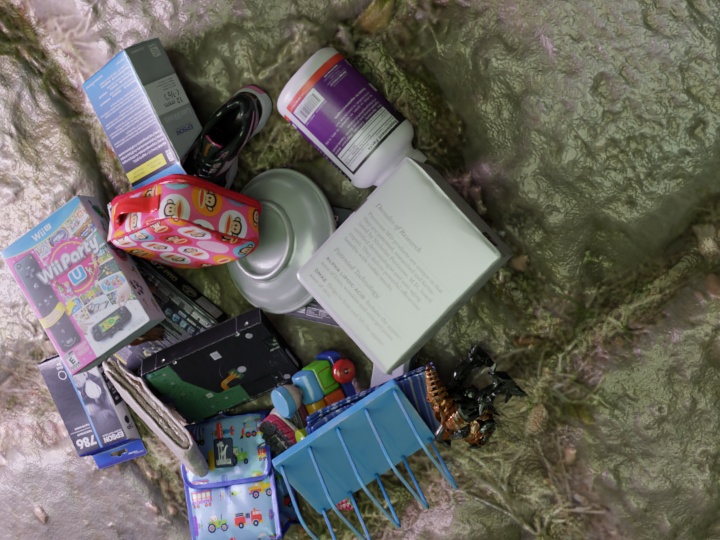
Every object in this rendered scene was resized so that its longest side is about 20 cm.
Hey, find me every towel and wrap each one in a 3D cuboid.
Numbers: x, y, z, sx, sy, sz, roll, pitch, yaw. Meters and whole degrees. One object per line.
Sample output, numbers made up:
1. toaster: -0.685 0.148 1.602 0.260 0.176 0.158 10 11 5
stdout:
1. towel: 0.030 0.219 1.370 0.197 0.024 0.146 -23 128 -5
2. towel: -0.297 0.214 1.440 0.034 0.133 0.200 -42 67 -17

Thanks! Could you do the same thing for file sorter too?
1. file sorter: 0.010 0.276 1.313 0.199 0.123 0.139 -33 130 3

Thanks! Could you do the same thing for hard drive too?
1. hard drive: -0.199 0.142 1.426 0.198 0.038 0.140 -25 131 11

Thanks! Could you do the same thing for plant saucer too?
1. plant saucer: -0.125 -0.041 1.354 0.198 0.050 0.204 0 89 35

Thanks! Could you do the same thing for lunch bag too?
1. lunch bag: -0.189 0.305 1.492 0.148 0.094 0.203 -12 89 17
2. lunch bag: -0.247 -0.063 1.305 0.198 0.175 0.083 -12 68 46

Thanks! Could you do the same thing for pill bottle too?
1. pill bottle: -0.008 -0.190 1.299 0.200 0.113 0.113 44 109 -2

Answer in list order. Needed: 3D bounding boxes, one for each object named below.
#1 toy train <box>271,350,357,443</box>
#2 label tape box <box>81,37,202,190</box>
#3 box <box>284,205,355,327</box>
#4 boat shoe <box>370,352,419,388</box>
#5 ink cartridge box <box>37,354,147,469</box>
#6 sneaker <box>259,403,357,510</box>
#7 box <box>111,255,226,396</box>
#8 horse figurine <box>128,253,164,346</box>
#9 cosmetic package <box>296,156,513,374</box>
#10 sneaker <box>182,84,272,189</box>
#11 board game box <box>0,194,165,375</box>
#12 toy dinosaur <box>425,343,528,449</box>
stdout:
1. toy train: -0.042 0.228 1.402 0.115 0.084 0.202 -28 100 -27
2. label tape box: -0.288 -0.197 1.353 0.142 0.066 0.202 -15 105 50
3. box: 0.000 0.000 1.347 0.197 0.043 0.163 10 95 22
4. boat shoe: 0.053 0.104 1.390 0.068 0.057 0.203 15 104 19
5. ink cartridge box: -0.418 0.218 1.535 0.098 0.039 0.202 -21 100 16
6. sneaker: -0.062 0.276 1.455 0.080 0.075 0.201 -13 117 49
7. box: -0.322 0.070 1.469 0.199 0.049 0.162 38 108 2
8. horse figurine: -0.365 0.031 1.420 0.131 0.050 0.202 -28 92 15
9. cosmetic package: 0.060 -0.008 1.211 0.165 0.165 0.200 46 101 8
10. sneaker: -0.204 -0.169 1.361 0.080 0.086 0.201 33 109 4
11. board game box: -0.386 0.021 1.367 0.147 0.064 0.202 -33 85 11
12. toy dinosaur: 0.146 0.181 1.339 0.136 0.200 0.102 -45 67 1
